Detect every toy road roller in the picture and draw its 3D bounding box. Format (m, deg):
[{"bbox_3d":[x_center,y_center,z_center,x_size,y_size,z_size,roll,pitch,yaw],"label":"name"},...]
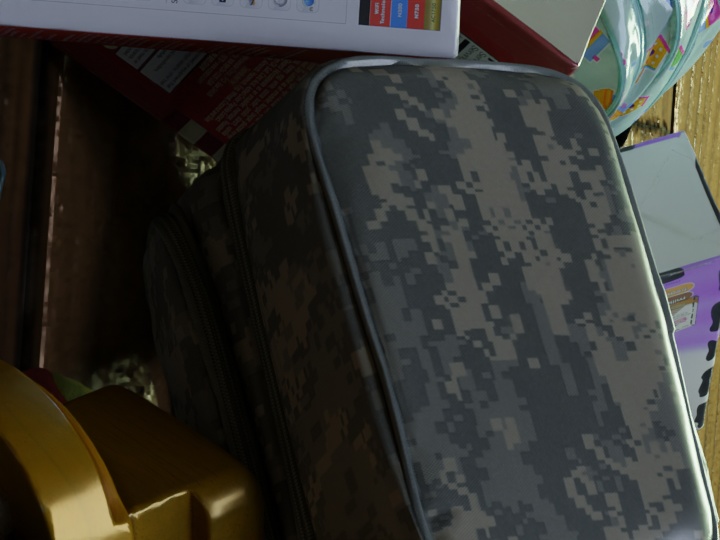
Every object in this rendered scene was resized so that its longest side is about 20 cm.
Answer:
[{"bbox_3d":[-0.105,0.122,0.835,0.146,0.123,0.200,-22,123,-32],"label":"toy road roller"}]

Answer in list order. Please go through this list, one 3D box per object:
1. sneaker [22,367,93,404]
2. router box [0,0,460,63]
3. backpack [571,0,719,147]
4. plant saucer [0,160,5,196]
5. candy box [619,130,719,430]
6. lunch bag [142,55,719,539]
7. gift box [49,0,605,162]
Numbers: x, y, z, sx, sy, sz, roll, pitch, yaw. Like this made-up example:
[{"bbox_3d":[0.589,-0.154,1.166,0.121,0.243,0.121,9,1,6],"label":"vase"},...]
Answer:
[{"bbox_3d":[-0.128,0.124,0.963,0.090,0.078,0.200,54,38,-48],"label":"sneaker"},{"bbox_3d":[-0.053,-0.173,0.883,0.049,0.179,0.201,-175,-92,-76],"label":"router box"},{"bbox_3d":[0.081,-0.116,1.223,0.167,0.200,0.127,50,50,-8],"label":"backpack"},{"bbox_3d":[-0.163,0.045,0.917,0.070,0.019,0.200,44,54,-64],"label":"plant saucer"},{"bbox_3d":[0.082,0.031,1.279,0.200,0.167,0.072,85,-12,-64],"label":"candy box"},{"bbox_3d":[0.008,0.049,0.898,0.139,0.168,0.200,-2,68,-36],"label":"lunch bag"},{"bbox_3d":[0.000,-0.155,1.034,0.200,0.184,0.187,39,48,-15],"label":"gift box"}]
